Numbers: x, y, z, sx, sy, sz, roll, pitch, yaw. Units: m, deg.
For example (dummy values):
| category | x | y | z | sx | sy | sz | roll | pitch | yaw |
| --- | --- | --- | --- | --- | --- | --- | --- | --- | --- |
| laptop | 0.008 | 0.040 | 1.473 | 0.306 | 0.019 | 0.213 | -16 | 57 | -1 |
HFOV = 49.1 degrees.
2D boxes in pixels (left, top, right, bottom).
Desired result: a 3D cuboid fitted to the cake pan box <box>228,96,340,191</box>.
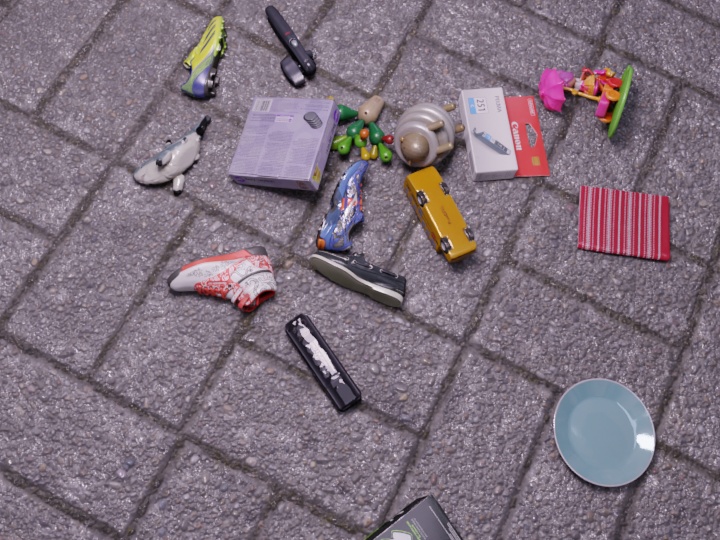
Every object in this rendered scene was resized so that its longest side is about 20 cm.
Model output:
| category | x | y | z | sx | sy | sz | roll | pitch | yaw |
| --- | --- | --- | --- | --- | --- | --- | --- | --- | --- |
| cake pan box | -0.155 | -0.257 | 1.581 | 0.197 | 0.052 | 0.186 | 6 | 68 | 22 |

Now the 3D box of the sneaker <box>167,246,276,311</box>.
| category | x | y | z | sx | sy | sz | roll | pitch | yaw |
| --- | --- | --- | --- | --- | --- | --- | --- | --- | --- |
| sneaker | -0.258 | 0.031 | 1.492 | 0.199 | 0.067 | 0.109 | -17 | 70 | -14 |

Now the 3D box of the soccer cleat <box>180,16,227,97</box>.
| category | x | y | z | sx | sy | sz | roll | pitch | yaw |
| --- | --- | --- | --- | --- | --- | --- | --- | --- | --- |
| soccer cleat | -0.332 | -0.459 | 1.670 | 0.082 | 0.065 | 0.203 | 7 | 68 | 4 |

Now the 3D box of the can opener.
| category | x | y | z | sx | sy | sz | roll | pitch | yaw |
| --- | --- | --- | --- | --- | --- | --- | --- | --- | --- |
| can opener | -0.154 | -0.494 | 1.700 | 0.078 | 0.064 | 0.202 | -24 | 74 | -13 |

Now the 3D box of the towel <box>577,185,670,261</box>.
| category | x | y | z | sx | sy | sz | roll | pitch | yaw |
| --- | --- | --- | --- | --- | --- | --- | --- | --- | --- |
| towel | 0.552 | -0.099 | 1.648 | 0.197 | 0.023 | 0.147 | 8 | 71 | -1 |

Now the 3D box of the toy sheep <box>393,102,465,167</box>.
| category | x | y | z | sx | sy | sz | roll | pitch | yaw |
| --- | --- | --- | --- | --- | --- | --- | --- | --- | --- |
| toy sheep | 0.136 | -0.281 | 1.612 | 0.137 | 0.139 | 0.200 | 31 | 37 | 6 |

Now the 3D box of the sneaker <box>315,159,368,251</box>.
| category | x | y | z | sx | sy | sz | roll | pitch | yaw |
| --- | --- | --- | --- | --- | --- | --- | --- | --- | --- |
| sneaker | -0.024 | -0.127 | 1.575 | 0.078 | 0.075 | 0.202 | 22 | 84 | -8 |

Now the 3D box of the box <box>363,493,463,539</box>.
| category | x | y | z | sx | sy | sz | roll | pitch | yaw |
| --- | --- | --- | --- | --- | --- | --- | --- | --- | --- |
| box | 0.064 | 0.486 | 1.311 | 0.199 | 0.149 | 0.125 | -32 | 77 | -16 |

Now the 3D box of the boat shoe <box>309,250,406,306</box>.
| category | x | y | z | sx | sy | sz | roll | pitch | yaw |
| --- | --- | --- | --- | --- | --- | --- | --- | --- | --- |
| boat shoe | 0.001 | -0.001 | 1.527 | 0.197 | 0.075 | 0.067 | 24 | 67 | 3 |

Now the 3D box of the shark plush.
| category | x | y | z | sx | sy | sz | roll | pitch | yaw |
| --- | --- | --- | --- | --- | --- | --- | --- | --- | --- |
| shark plush | -0.374 | -0.251 | 1.589 | 0.083 | 0.091 | 0.202 | 17 | 70 | 34 |

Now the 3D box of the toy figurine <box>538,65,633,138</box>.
| category | x | y | z | sx | sy | sz | roll | pitch | yaw |
| --- | --- | --- | --- | --- | --- | --- | --- | --- | --- |
| toy figurine | 0.480 | -0.398 | 1.708 | 0.182 | 0.151 | 0.201 | 17 | 46 | 11 |

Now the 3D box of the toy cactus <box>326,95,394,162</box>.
| category | x | y | z | sx | sy | sz | roll | pitch | yaw |
| --- | --- | --- | --- | --- | --- | --- | --- | --- | --- |
| toy cactus | -0.005 | -0.310 | 1.641 | 0.198 | 0.103 | 0.166 | 27 | 59 | 14 |

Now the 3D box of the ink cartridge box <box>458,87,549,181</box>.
| category | x | y | z | sx | sy | sz | roll | pitch | yaw |
| --- | --- | --- | --- | --- | --- | --- | --- | --- | --- |
| ink cartridge box | 0.310 | -0.295 | 1.684 | 0.174 | 0.045 | 0.203 | -5 | 70 | -6 |

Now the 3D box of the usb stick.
| category | x | y | z | sx | sy | sz | roll | pitch | yaw |
| --- | --- | --- | --- | --- | --- | --- | --- | --- | --- |
| usb stick | -0.070 | 0.172 | 1.477 | 0.055 | 0.033 | 0.201 | -34 | 76 | -9 |

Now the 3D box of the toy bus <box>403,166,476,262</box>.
| category | x | y | z | sx | sy | sz | roll | pitch | yaw |
| --- | --- | --- | --- | --- | --- | --- | --- | --- | --- |
| toy bus | 0.158 | -0.109 | 1.580 | 0.064 | 0.078 | 0.202 | -21 | 73 | -14 |

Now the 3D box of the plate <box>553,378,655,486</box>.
| category | x | y | z | sx | sy | sz | roll | pitch | yaw |
| --- | --- | --- | --- | --- | --- | --- | --- | --- | --- |
| plate | 0.456 | 0.305 | 1.485 | 0.197 | 0.026 | 0.203 | 2 | 69 | -5 |
